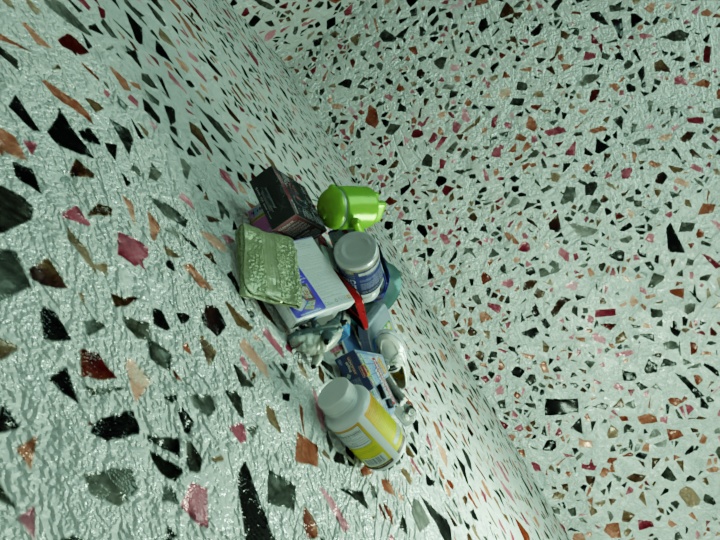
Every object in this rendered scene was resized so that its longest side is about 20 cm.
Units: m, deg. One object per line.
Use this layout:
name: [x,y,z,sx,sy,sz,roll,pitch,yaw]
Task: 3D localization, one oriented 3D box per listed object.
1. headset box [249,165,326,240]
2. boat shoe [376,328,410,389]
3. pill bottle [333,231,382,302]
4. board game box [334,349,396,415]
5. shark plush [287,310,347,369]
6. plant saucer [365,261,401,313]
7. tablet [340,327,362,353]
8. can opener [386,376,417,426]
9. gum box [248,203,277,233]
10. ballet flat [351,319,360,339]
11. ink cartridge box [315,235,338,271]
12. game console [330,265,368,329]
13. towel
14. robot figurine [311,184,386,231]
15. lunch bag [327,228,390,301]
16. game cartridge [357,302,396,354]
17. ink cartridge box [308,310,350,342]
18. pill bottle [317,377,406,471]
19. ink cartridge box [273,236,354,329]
headset box: [-0.182,-0.161,1.318,0.149,0.075,0.200,62,14,17]
boat shoe: [0.092,0.252,1.474,0.070,0.071,0.200,-80,156,-54]
pill bottle: [0.000,0.000,1.354,0.200,0.111,0.111,77,-10,-57]
board game box: [0.033,0.289,1.350,0.200,0.062,0.200,63,15,7]
shark plush: [-0.082,0.128,1.202,0.083,0.091,0.200,34,43,11]
plant saucer: [0.032,0.052,1.644,0.036,0.200,0.200,44,18,-47]
tablet: [-0.033,0.195,1.478,0.130,0.014,0.200,40,22,-56]
can opener: [0.090,0.359,1.502,0.200,0.053,0.067,53,-19,-16]
gum box: [-0.200,-0.084,1.392,0.200,0.066,0.114,42,20,-50]
ballet flat: [-0.006,0.145,1.535,0.200,0.069,0.070,54,12,-35]
ink cartridge box: [-0.094,-0.001,1.566,0.200,0.083,0.146,46,16,-41]
game console: [-0.056,0.054,1.381,0.200,0.031,0.177,42,-15,29]
towel: [-0.195,-0.011,1.138,0.148,0.036,0.200,15,45,-32]
robot figurine: [-0.031,-0.171,1.442,0.199,0.116,0.176,-6,47,-33]
lunch bag: [0.008,-0.024,1.550,0.200,0.124,0.170,61,7,-49]
game cartridge: [0.058,0.210,1.524,0.133,0.040,0.200,-45,125,-40]
ink cartridge box: [-0.109,0.082,1.331,0.200,0.067,0.116,53,12,-17]
pill bottle: [0.001,0.313,1.088,0.200,0.109,0.109,52,13,-24]
ink cartridge box: [-0.136,0.022,1.222,0.198,0.043,0.200,-16,66,-48]
